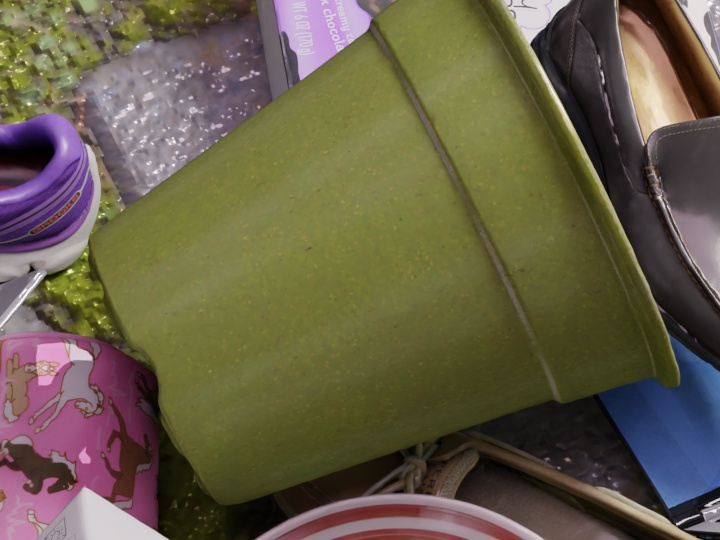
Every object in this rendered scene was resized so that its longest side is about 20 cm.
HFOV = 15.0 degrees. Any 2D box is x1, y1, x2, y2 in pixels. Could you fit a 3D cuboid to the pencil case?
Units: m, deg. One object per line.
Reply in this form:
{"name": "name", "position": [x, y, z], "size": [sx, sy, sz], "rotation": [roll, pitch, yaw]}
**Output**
{"name": "pencil case", "position": [-0.130, 0.126, 1.089], "size": [0.082, 0.086, 0.201], "rotation": [25, 52, -31]}

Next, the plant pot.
{"name": "plant pot", "position": [0.000, 0.000, 1.089], "size": [0.189, 0.200, 0.201], "rotation": [-28, 62, 1]}

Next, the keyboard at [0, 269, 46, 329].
{"name": "keyboard", "position": [-0.202, 0.074, 1.136], "size": [0.011, 0.056, 0.200], "rotation": [49, 60, -21]}

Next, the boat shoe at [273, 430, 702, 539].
{"name": "boat shoe", "position": [0.058, 0.103, 1.125], "size": [0.200, 0.063, 0.073], "rotation": [25, 60, 12]}

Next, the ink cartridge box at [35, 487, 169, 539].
{"name": "ink cartridge box", "position": [-0.063, 0.172, 0.962], "size": [0.109, 0.050, 0.200], "rotation": [35, 17, -26]}

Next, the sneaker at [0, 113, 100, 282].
{"name": "sneaker", "position": [-0.214, -0.037, 1.185], "size": [0.198, 0.084, 0.081], "rotation": [-11, 59, -9]}

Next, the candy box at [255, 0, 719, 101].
{"name": "candy box", "position": [0.055, -0.117, 1.256], "size": [0.198, 0.072, 0.169], "rotation": [-7, 59, -7]}

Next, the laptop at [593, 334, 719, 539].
{"name": "laptop", "position": [0.208, 0.032, 1.140], "size": [0.186, 0.200, 0.117], "rotation": [-19, 94, -22]}

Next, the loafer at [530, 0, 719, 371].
{"name": "loafer", "position": [0.136, -0.041, 1.127], "size": [0.072, 0.072, 0.201], "rotation": [-16, 63, -33]}

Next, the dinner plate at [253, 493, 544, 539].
{"name": "dinner plate", "position": [0.014, 0.187, 1.073], "size": [0.198, 0.024, 0.202], "rotation": [-2, 72, 5]}
